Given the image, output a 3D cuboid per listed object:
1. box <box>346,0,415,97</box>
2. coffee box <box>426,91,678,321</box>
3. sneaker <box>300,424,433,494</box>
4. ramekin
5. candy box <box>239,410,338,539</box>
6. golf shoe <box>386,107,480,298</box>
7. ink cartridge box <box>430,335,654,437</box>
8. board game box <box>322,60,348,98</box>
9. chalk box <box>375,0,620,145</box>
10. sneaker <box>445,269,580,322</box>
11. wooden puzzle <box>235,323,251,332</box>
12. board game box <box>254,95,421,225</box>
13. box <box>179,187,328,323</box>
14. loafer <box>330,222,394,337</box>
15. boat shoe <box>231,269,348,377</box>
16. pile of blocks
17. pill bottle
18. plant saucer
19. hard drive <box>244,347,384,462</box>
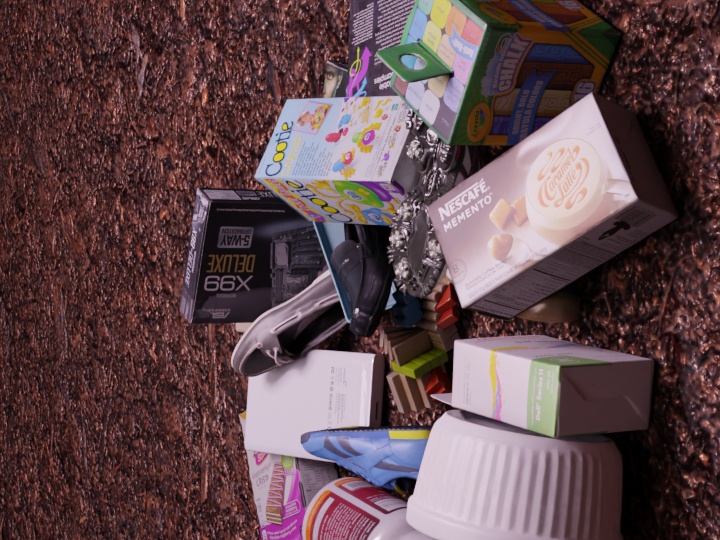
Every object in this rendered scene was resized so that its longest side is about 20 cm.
[{"bbox_3d":[0.037,-0.270,1.545,0.143,0.036,0.202,-11,72,56],"label":"box"},{"bbox_3d":[0.171,-0.054,1.264,0.200,0.079,0.115,-33,61,31],"label":"coffee box"},{"bbox_3d":[0.010,0.215,1.576,0.199,0.066,0.079,-4,89,38],"label":"sneaker"},{"bbox_3d":[0.148,0.194,1.274,0.200,0.199,0.106,11,92,58],"label":"ramekin"},{"bbox_3d":[-0.088,0.262,1.788,0.136,0.061,0.201,-35,61,53],"label":"candy box"},{"bbox_3d":[0.085,-0.070,1.389,0.077,0.088,0.201,16,100,40],"label":"golf shoe"},{"bbox_3d":[0.165,0.102,1.306,0.200,0.116,0.068,10,99,58],"label":"ink cartridge box"},{"bbox_3d":[0.009,-0.160,1.635,0.200,0.028,0.136,33,120,53],"label":"board game box"},{"bbox_3d":[0.114,-0.197,1.293,0.125,0.199,0.125,51,133,44],"label":"chalk box"},{"bbox_3d":[0.146,-0.016,1.376,0.200,0.067,0.091,28,121,59],"label":"sneaker"},{"bbox_3d":[-0.129,-0.005,1.865,0.200,0.037,0.186,3,94,59],"label":"wooden puzzle"},{"bbox_3d":[0.003,-0.117,1.497,0.199,0.103,0.105,5,66,42],"label":"board game box"},{"bbox_3d":[-0.110,-0.017,1.675,0.050,0.199,0.159,44,127,54],"label":"box"},{"bbox_3d":[0.000,0.000,1.520,0.201,0.070,0.068,-82,8,-53],"label":"loafer"},{"bbox_3d":[-0.073,0.070,1.670,0.200,0.067,0.057,-39,45,9],"label":"boat shoe"},{"bbox_3d":[0.072,0.058,1.492,0.062,0.082,0.202,12,102,58],"label":"pile of blocks"},{"bbox_3d":[0.027,0.310,1.551,0.200,0.112,0.114,16,105,58],"label":"pill bottle"},{"bbox_3d":[-0.015,-0.044,1.624,0.070,0.019,0.201,-20,86,15],"label":"plant saucer"},{"bbox_3d":[-0.058,0.163,1.695,0.199,0.027,0.133,1,86,39],"label":"hard drive"}]
